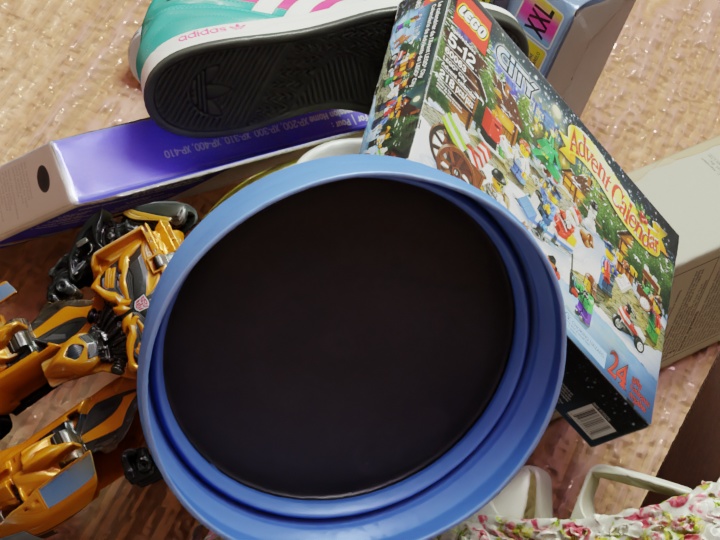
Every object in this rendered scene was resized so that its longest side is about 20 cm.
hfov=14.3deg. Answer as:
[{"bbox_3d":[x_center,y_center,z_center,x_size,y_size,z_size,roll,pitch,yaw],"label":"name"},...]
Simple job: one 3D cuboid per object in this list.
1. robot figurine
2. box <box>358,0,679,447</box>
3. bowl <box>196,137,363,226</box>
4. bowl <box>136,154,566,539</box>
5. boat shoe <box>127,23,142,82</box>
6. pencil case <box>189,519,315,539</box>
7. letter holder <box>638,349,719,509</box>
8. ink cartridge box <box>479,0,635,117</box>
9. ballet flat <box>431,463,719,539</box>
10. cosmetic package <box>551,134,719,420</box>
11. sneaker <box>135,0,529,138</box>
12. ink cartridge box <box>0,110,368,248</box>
[{"bbox_3d":[-0.138,0.054,1.369,0.145,0.200,0.058,62,15,24],"label":"robot figurine"},{"bbox_3d":[0.080,-0.028,1.399,0.200,0.038,0.137,46,38,-29],"label":"box"},{"bbox_3d":[0.000,0.000,1.422,0.200,0.108,0.200,5,41,-4],"label":"bowl"},{"bbox_3d":[-0.006,0.039,1.308,0.200,0.201,0.039,3,25,-18],"label":"bowl"},{"bbox_3d":[-0.032,-0.113,1.667,0.200,0.071,0.070,19,45,8],"label":"boat shoe"},{"bbox_3d":[-0.022,0.109,1.434,0.087,0.083,0.200,46,41,-14],"label":"pencil case"},{"bbox_3d":[0.222,0.120,1.426,0.100,0.200,0.142,9,44,-12],"label":"letter holder"},{"bbox_3d":[0.055,-0.172,1.705,0.200,0.137,0.076,43,42,23],"label":"ink cartridge box"},{"bbox_3d":[0.105,0.128,1.414,0.200,0.064,0.076,-1,-9,25],"label":"ballet flat"},{"bbox_3d":[0.145,0.006,1.584,0.200,0.104,0.073,-21,55,-37],"label":"cosmetic package"},{"bbox_3d":[-0.023,-0.127,1.474,0.200,0.084,0.121,-5,37,-13],"label":"sneaker"},{"bbox_3d":[-0.094,-0.061,1.507,0.198,0.200,0.043,-16,91,-33],"label":"ink cartridge box"}]
